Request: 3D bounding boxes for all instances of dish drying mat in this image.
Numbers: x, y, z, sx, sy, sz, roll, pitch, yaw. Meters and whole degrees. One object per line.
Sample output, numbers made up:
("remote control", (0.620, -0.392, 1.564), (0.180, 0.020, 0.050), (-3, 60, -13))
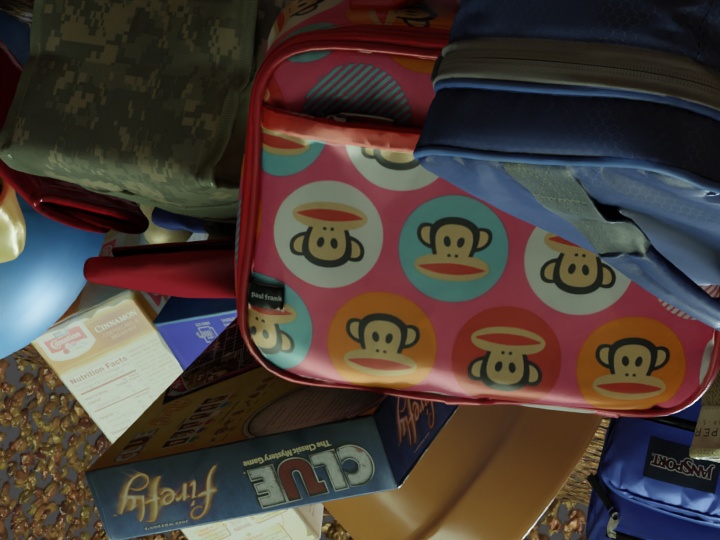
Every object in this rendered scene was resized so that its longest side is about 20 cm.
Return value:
("dish drying mat", (-0.053, 0.000, 1.328), (0.077, 0.018, 0.200), (12, 173, -26))
("dish drying mat", (-0.179, -0.085, 1.423), (0.077, 0.018, 0.200), (15, -153, -51))

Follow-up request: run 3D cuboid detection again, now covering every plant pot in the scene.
("plant pot", (0.034, 0.067, 1.663), (0.140, 0.200, 0.200), (36, 168, -12))

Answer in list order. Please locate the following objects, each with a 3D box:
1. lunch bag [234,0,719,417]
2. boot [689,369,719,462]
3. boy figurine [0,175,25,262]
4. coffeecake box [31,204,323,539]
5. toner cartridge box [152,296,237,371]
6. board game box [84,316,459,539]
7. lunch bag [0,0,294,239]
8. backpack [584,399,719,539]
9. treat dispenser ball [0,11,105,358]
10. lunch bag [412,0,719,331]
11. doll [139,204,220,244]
("lunch bag", (0.053, -0.038, 1.170), (0.199, 0.177, 0.082), (6, -158, 1))
("boot", (0.152, 0.001, 1.257), (0.199, 0.156, 0.073), (17, 173, -6))
("boy figurine", (-0.251, -0.058, 1.424), (0.200, 0.124, 0.064), (33, 151, 9))
("coffeecake box", (-0.098, 0.051, 1.721), (0.073, 0.154, 0.200), (-24, 120, 19))
("toner cartridge box", (0.000, 0.000, 1.481), (0.200, 0.095, 0.043), (-10, 124, 37))
("board game box", (-0.018, 0.049, 1.284), (0.135, 0.035, 0.200), (-12, -164, 24))
("lunch bag", (-0.031, -0.067, 1.321), (0.200, 0.118, 0.164), (14, 178, -42))
("backpack", (0.206, 0.108, 1.703), (0.162, 0.201, 0.168), (13, 180, 31))
("treat dispenser ball", (-0.230, -0.045, 1.566), (0.200, 0.201, 0.201), (16, 173, 2))
("lunch bag", (0.119, -0.053, 1.024), (0.136, 0.133, 0.200), (10, 170, 42))
("doll", (-0.022, -0.028, 1.445), (0.136, 0.049, 0.200), (-21, -161, -31))
